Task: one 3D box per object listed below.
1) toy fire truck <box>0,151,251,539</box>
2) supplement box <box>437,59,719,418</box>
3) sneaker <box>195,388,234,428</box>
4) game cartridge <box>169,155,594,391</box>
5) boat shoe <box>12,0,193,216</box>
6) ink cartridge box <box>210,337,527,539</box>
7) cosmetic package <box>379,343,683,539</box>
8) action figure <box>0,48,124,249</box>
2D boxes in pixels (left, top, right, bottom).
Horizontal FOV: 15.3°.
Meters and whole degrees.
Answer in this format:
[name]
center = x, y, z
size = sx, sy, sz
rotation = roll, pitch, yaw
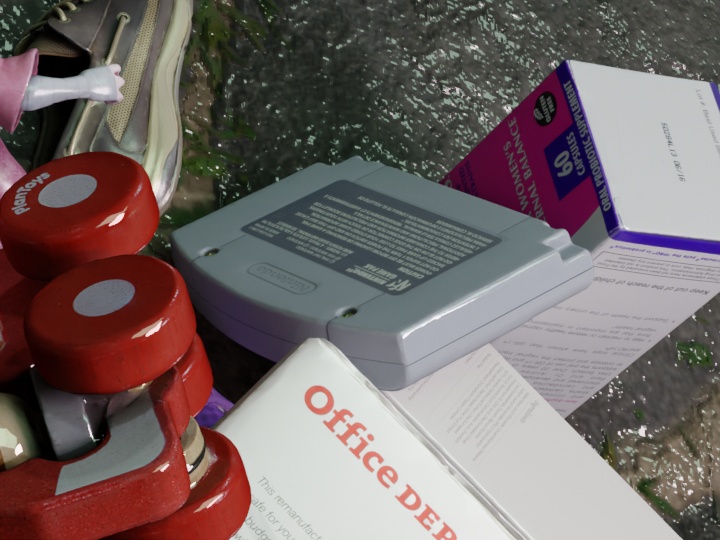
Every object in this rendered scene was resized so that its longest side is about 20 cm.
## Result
[toy fire truck]
center = -0.144, 0.051, 1.075
size = 0.168, 0.112, 0.200
rotation = -18, 34, -4
[supplement box]
center = 0.097, -0.006, 1.360
size = 0.103, 0.200, 0.101
rotation = 6, 55, -34
[sneaker]
center = -0.045, 0.103, 1.247
size = 0.200, 0.088, 0.080
rotation = 50, 44, 6
[game cartridge]
center = 0.000, 0.000, 1.292
size = 0.133, 0.200, 0.042
rotation = -31, 120, -25
[boat shoe]
center = -0.131, -0.108, 1.349
size = 0.073, 0.074, 0.200
rotation = 18, 48, -28
[ink cartridge box]
center = -0.044, 0.149, 1.148
size = 0.200, 0.084, 0.146
rotation = -44, 90, -16
[cosmetic package]
center = 0.062, 0.123, 1.303
size = 0.200, 0.108, 0.085
rotation = 45, 42, 1
[action figure]
center = -0.194, -0.063, 1.206
size = 0.149, 0.134, 0.200
rotation = -33, 122, -28
